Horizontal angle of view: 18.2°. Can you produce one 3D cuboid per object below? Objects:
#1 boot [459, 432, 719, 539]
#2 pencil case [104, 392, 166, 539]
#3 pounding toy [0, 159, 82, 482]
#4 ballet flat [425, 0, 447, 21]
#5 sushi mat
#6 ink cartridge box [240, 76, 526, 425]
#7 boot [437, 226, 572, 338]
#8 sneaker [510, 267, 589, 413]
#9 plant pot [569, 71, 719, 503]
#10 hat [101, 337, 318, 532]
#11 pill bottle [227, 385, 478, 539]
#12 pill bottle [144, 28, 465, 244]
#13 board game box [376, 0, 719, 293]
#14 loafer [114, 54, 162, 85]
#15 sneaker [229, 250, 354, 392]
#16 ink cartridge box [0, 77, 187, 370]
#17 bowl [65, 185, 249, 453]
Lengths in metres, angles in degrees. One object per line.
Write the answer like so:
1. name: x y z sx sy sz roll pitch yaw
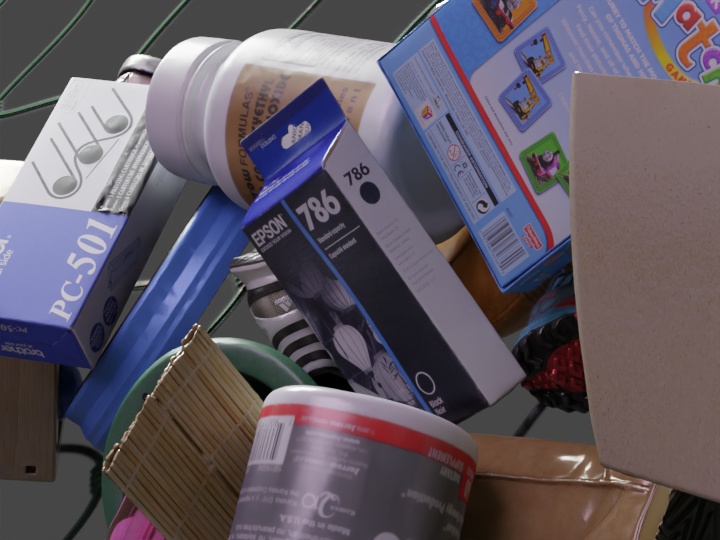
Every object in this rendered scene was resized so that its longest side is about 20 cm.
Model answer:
1. boot: 0.109 0.096 1.168 0.200 0.066 0.175 -3 46 47
2. pencil case: -0.114 0.172 1.219 0.201 0.091 0.094 -67 -10 6
3. pounding toy: -0.226 0.009 1.535 0.142 0.185 0.200 4 37 -3
4. ballet flat: 0.055 -0.099 1.408 0.067 0.200 0.064 3 65 -4
5. sushi mat: -0.054 0.128 1.169 0.012 0.200 0.096 1 47 46
6. ink cartridge box: 0.000 0.000 1.243 0.039 0.200 0.099 -34 0 -37
7. boot: 0.069 -0.023 1.365 0.144 0.071 0.201 -37 26 17
8. sneaker: 0.171 0.003 1.209 0.199 0.079 0.096 -18 33 31
9. plant pot: 0.211 0.021 1.011 0.200 0.199 0.178 14 93 53
10. hat: -0.044 0.122 1.346 0.165 0.176 0.201 -28 72 22
11. pill bottle: -0.017 0.168 1.116 0.114 0.114 0.201 -2 69 47
12. pill bottle: -0.028 -0.085 1.340 0.199 0.114 0.115 13 57 38
13. board game box: 0.117 -0.105 1.165 0.200 0.037 0.152 -39 69 31
14. loafer: -0.085 -0.075 1.517 0.063 0.199 0.072 -60 -8 -29
15. sneaker: -0.024 0.037 1.383 0.075 0.116 0.200 -19 0 12
16. ink cartridge box: -0.175 -0.033 1.417 0.094 0.044 0.200 8 53 23
17. bowl: -0.125 0.025 1.448 0.201 0.039 0.201 -56 4 6
